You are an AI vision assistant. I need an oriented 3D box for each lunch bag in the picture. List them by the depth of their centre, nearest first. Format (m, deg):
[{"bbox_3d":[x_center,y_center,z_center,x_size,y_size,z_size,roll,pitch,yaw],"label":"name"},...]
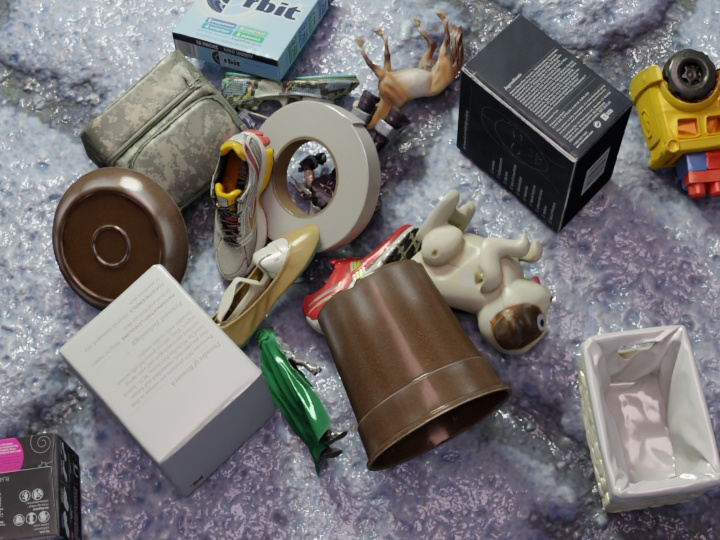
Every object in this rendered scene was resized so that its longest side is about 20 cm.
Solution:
[{"bbox_3d":[-0.258,-0.176,1.733,0.200,0.139,0.168,-42,88,-13],"label":"lunch bag"}]

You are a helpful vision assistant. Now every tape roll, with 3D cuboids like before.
[{"bbox_3d":[-0.065,-0.124,1.685,0.200,0.037,0.206,2,94,31],"label":"tape roll"}]

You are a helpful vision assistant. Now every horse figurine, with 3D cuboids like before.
[{"bbox_3d":[0.073,-0.285,1.780,0.198,0.050,0.134,-21,108,-18],"label":"horse figurine"}]

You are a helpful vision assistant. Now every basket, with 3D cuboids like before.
[{"bbox_3d":[0.346,0.186,1.541,0.133,0.124,0.203,-8,67,0],"label":"basket"}]

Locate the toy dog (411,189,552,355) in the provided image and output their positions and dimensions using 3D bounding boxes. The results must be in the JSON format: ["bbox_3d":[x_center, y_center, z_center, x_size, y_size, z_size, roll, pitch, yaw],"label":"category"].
[{"bbox_3d":[0.156,0.022,1.618,0.199,0.140,0.194,40,88,18],"label":"toy dog"}]

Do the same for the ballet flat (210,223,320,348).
[{"bbox_3d":[-0.128,0.014,1.641,0.201,0.063,0.069,-55,36,3],"label":"ballet flat"}]

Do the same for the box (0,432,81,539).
[{"bbox_3d":[-0.453,0.289,1.553,0.197,0.115,0.134,-8,68,1],"label":"box"}]

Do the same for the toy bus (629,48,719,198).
[{"bbox_3d":[0.479,-0.194,1.700,0.197,0.136,0.195,-8,80,-3],"label":"toy bus"}]

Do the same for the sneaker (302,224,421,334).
[{"bbox_3d":[0.000,0.000,1.672,0.200,0.077,0.085,-43,55,-19],"label":"sneaker"}]

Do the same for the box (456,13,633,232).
[{"bbox_3d":[0.236,-0.191,1.667,0.196,0.201,0.124,41,73,18],"label":"box"}]

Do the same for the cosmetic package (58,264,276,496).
[{"bbox_3d":[-0.236,0.140,1.573,0.166,0.168,0.200,-42,71,-14],"label":"cosmetic package"}]

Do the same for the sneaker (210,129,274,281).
[{"bbox_3d":[-0.171,-0.085,1.677,0.077,0.082,0.203,11,104,24],"label":"sneaker"}]

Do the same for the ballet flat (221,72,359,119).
[{"bbox_3d":[-0.099,-0.244,1.792,0.197,0.074,0.075,1,67,6],"label":"ballet flat"}]

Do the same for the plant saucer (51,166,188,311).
[{"bbox_3d":[-0.324,-0.034,1.665,0.197,0.032,0.203,3,103,15],"label":"plant saucer"}]

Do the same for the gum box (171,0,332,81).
[{"bbox_3d":[-0.150,-0.370,1.818,0.168,0.045,0.201,16,54,16],"label":"gum box"}]

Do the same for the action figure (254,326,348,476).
[{"bbox_3d":[-0.083,0.148,1.608,0.054,0.119,0.201,-16,56,-29],"label":"action figure"}]

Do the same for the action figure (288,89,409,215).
[{"bbox_3d":[-0.014,-0.142,1.732,0.129,0.069,0.201,34,90,5],"label":"action figure"}]

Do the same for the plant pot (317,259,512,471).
[{"bbox_3d":[0.054,0.109,1.542,0.198,0.201,0.200,-26,72,-7],"label":"plant pot"}]
